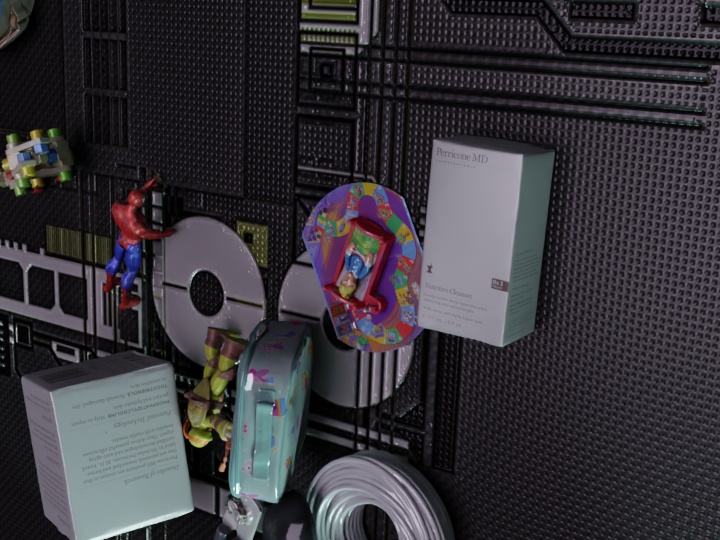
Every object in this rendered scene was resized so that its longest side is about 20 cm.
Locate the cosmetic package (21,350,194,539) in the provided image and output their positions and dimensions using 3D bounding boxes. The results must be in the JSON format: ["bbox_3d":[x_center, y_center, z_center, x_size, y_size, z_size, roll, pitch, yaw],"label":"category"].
[{"bbox_3d":[-0.338,0.228,1.387,0.167,0.164,0.203,5,104,59],"label":"cosmetic package"}]

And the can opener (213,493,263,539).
[{"bbox_3d":[-0.162,0.355,1.394,0.052,0.066,0.202,38,127,23],"label":"can opener"}]

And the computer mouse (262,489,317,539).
[{"bbox_3d":[-0.091,0.350,1.276,0.202,0.052,0.139,97,154,-43],"label":"computer mouse"}]

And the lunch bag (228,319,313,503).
[{"bbox_3d":[-0.108,0.163,1.243,0.076,0.161,0.203,8,110,7],"label":"lunch bag"}]

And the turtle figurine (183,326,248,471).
[{"bbox_3d":[-0.195,0.157,1.342,0.200,0.064,0.164,23,97,68],"label":"turtle figurine"}]

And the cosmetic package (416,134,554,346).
[{"bbox_3d":[0.130,-0.035,1.093,0.112,0.081,0.203,12,107,34],"label":"cosmetic package"}]

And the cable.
[{"bbox_3d":[0.022,0.315,1.250,0.198,0.069,0.203,16,108,32],"label":"cable"}]

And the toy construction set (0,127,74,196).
[{"bbox_3d":[-0.478,-0.147,1.452,0.198,0.131,0.094,2,101,34],"label":"toy construction set"}]

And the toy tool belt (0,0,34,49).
[{"bbox_3d":[-0.518,-0.380,1.435,0.199,0.122,0.126,-39,78,33],"label":"toy tool belt"}]

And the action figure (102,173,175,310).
[{"bbox_3d":[-0.291,-0.045,1.396,0.065,0.099,0.201,40,141,17],"label":"action figure"}]

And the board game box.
[{"bbox_3d":[0.000,0.000,1.213,0.157,0.039,0.203,-20,89,36],"label":"board game box"}]
